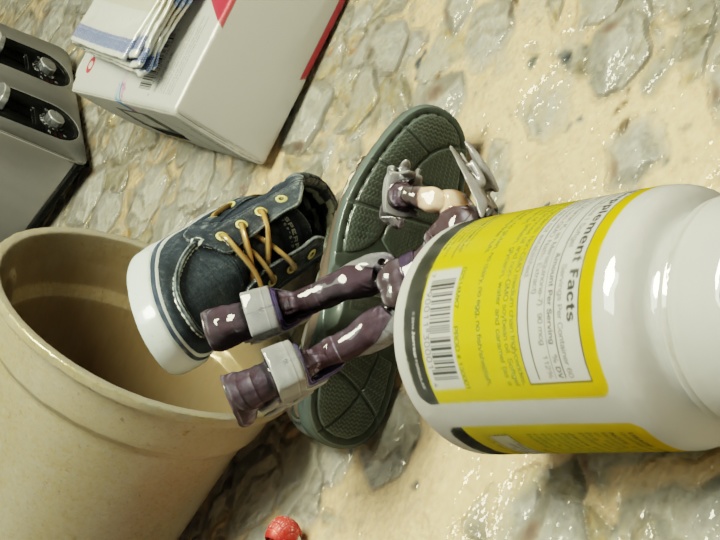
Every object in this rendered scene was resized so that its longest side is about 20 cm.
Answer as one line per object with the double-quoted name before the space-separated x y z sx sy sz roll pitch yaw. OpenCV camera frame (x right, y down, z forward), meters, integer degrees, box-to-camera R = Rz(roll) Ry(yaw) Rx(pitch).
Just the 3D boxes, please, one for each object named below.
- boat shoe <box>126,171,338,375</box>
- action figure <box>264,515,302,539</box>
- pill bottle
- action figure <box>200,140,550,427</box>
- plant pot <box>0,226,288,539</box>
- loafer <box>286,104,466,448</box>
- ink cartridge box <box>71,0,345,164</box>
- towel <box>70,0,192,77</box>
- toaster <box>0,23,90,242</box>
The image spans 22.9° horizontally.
"boat shoe" -0.070 -0.008 1.043 0.090 0.071 0.200 -26 13 16
"action figure" -0.079 0.230 0.986 0.065 0.052 0.201 4 67 50
"pill bottle" 0.116 0.023 0.784 0.199 0.114 0.115 -8 62 53
"action figure" 0.016 0.011 0.933 0.198 0.069 0.131 -22 68 8
"plant pot" -0.161 0.105 1.086 0.185 0.199 0.201 -64 30 21
"loafer" 0.000 0.000 1.016 0.063 0.071 0.202 5 75 63
"ink cartridge box" -0.111 -0.168 1.276 0.200 0.085 0.149 21 84 60
"towel" -0.128 -0.231 1.249 0.201 0.024 0.147 -59 29 -4
"toaster" -0.333 -0.096 1.520 0.200 0.118 0.182 -48 34 24
